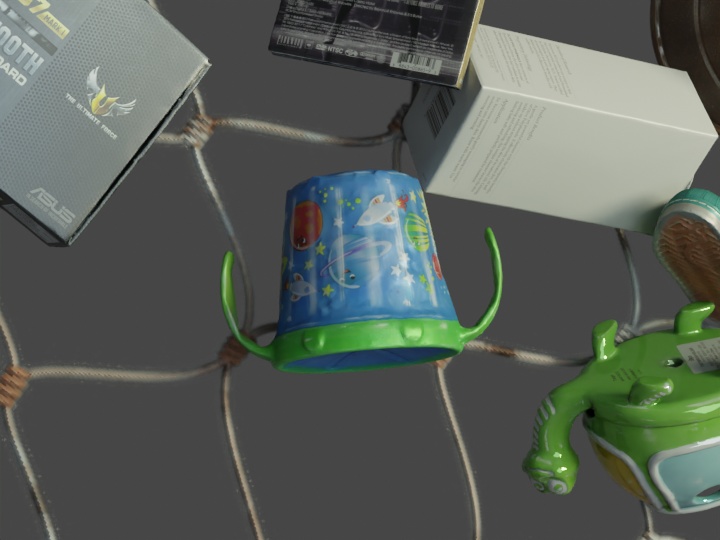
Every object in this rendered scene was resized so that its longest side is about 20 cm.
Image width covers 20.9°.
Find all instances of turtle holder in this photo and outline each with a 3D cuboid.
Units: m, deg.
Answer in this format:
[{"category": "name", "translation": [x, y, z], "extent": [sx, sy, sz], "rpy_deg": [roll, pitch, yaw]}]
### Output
[{"category": "turtle holder", "translation": [0.228, 0.118, 1.469], "extent": [0.185, 0.141, 0.132], "rpy_deg": [-25, 117, -30]}]

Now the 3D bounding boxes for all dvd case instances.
[{"category": "dvd case", "translation": [0.027, -0.237, 1.391], "extent": [0.148, 0.016, 0.200], "rpy_deg": [13, 84, 21]}]

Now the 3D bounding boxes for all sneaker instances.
[{"category": "sneaker", "translation": [0.276, -0.027, 1.488], "extent": [0.080, 0.071, 0.200], "rpy_deg": [-67, 153, -15]}]

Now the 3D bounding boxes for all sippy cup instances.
[{"category": "sippy cup", "translation": [0.000, 0.000, 1.379], "extent": [0.178, 0.140, 0.131], "rpy_deg": [1, 80, -33]}]

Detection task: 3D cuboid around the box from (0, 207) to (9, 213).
[{"category": "box", "translation": [-0.263, -0.140, 1.285], "extent": [0.200, 0.079, 0.141], "rpy_deg": [32, 75, -21]}]

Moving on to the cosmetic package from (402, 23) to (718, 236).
[{"category": "cosmetic package", "translation": [0.146, -0.102, 1.435], "extent": [0.200, 0.085, 0.108], "rpy_deg": [10, 130, -25]}]

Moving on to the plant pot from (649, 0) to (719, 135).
[{"category": "plant pot", "translation": [0.357, -0.201, 1.487], "extent": [0.200, 0.198, 0.201], "rpy_deg": [0, 90, -23]}]

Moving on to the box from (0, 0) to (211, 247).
[{"category": "box", "translation": [-0.218, -0.136, 1.237], "extent": [0.200, 0.051, 0.158], "rpy_deg": [42, 73, -19]}]
